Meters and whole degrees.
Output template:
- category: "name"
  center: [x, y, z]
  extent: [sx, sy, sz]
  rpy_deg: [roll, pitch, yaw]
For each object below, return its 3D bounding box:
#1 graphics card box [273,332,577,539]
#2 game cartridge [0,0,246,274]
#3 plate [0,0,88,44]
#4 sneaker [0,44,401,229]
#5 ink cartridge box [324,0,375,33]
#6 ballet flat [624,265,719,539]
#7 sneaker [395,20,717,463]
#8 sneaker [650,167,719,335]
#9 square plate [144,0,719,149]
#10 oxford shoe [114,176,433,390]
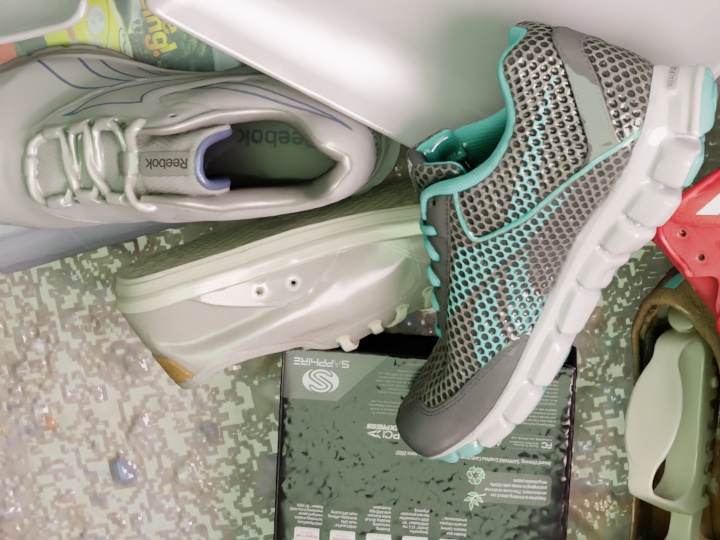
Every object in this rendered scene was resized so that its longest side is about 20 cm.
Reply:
- category: "graphics card box"
  center: [0.024, 0.128, 1.083]
  extent: [0.125, 0.051, 0.201]
  rpy_deg: [3, 101, 5]
- category: "game cartridge"
  center: [-0.117, -0.110, 1.063]
  extent: [0.133, 0.041, 0.201]
  rpy_deg: [-16, 98, 4]
- category: "plate"
  center: [-0.204, -0.174, 1.028]
  extent: [0.199, 0.032, 0.200]
  rpy_deg: [-11, 85, 21]
- category: "sneaker"
  center: [-0.086, -0.051, 1.010]
  extent: [0.199, 0.087, 0.075]
  rpy_deg: [-6, 102, 7]
- category: "ink cartridge box"
  center: [0.005, -0.201, 0.965]
  extent: [0.145, 0.088, 0.200]
  rpy_deg: [46, 122, -11]
- category: "ballet flat"
  center: [0.133, 0.094, 1.051]
  extent: [0.068, 0.072, 0.201]
  rpy_deg: [9, 103, 37]
- category: "sneaker"
  center: [0.053, -0.015, 0.975]
  extent: [0.091, 0.078, 0.200]
  rpy_deg: [27, 120, -6]
- category: "sneaker"
  center: [0.155, 0.036, 0.970]
  extent: [0.115, 0.078, 0.201]
  rpy_deg: [21, 91, 14]
- category: "square plate"
  center: [0.054, -0.122, 0.933]
  extent: [0.200, 0.028, 0.198]
  rpy_deg: [26, 130, -22]
- category: "oxford shoe"
  center: [0.000, 0.000, 1.038]
  extent: [0.199, 0.075, 0.058]
  rpy_deg: [-17, 100, -13]
